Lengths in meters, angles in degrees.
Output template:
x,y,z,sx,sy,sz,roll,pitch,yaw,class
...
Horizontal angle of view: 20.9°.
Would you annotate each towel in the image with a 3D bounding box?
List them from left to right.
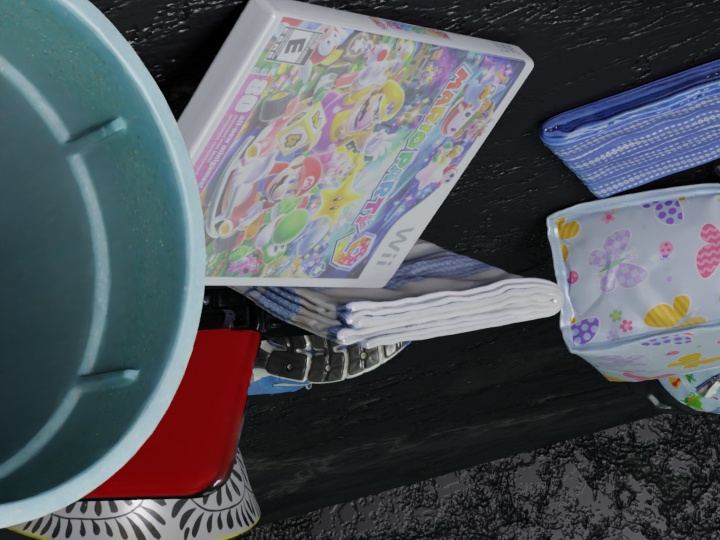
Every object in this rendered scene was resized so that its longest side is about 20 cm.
x,y,z,sx,sy,sz,roll,pitch,yaw,class
0.000,0.000,1.071,0.146,0.024,0.200,-7,-163,-32,towel
0.191,-0.081,1.154,0.144,0.024,0.200,-18,168,14,towel

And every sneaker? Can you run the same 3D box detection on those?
x,y,z,sx,sy,sz,roll,pitch,yaw,class
-0.045,0.043,1.324,0.199,0.079,0.089,-12,177,27,sneaker

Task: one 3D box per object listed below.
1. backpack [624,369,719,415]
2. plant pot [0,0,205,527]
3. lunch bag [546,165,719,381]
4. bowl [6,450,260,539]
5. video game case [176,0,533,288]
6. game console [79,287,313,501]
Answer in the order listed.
x,y,z,sx,sy,sz,roll,pitch,yaw,class
0.322,0.030,1.515,0.163,0.153,0.200,-53,179,-39,backpack
-0.191,0.003,0.708,0.199,0.202,0.195,-5,171,-40,plant pot
0.245,0.001,1.353,0.198,0.128,0.169,-9,168,17,lunch bag
-0.168,0.123,1.383,0.199,0.095,0.201,4,-171,-1,bowl
-0.015,-0.052,0.889,0.199,0.018,0.144,1,128,-53,video game case
-0.136,0.076,1.127,0.198,0.120,0.172,-3,172,19,game console
